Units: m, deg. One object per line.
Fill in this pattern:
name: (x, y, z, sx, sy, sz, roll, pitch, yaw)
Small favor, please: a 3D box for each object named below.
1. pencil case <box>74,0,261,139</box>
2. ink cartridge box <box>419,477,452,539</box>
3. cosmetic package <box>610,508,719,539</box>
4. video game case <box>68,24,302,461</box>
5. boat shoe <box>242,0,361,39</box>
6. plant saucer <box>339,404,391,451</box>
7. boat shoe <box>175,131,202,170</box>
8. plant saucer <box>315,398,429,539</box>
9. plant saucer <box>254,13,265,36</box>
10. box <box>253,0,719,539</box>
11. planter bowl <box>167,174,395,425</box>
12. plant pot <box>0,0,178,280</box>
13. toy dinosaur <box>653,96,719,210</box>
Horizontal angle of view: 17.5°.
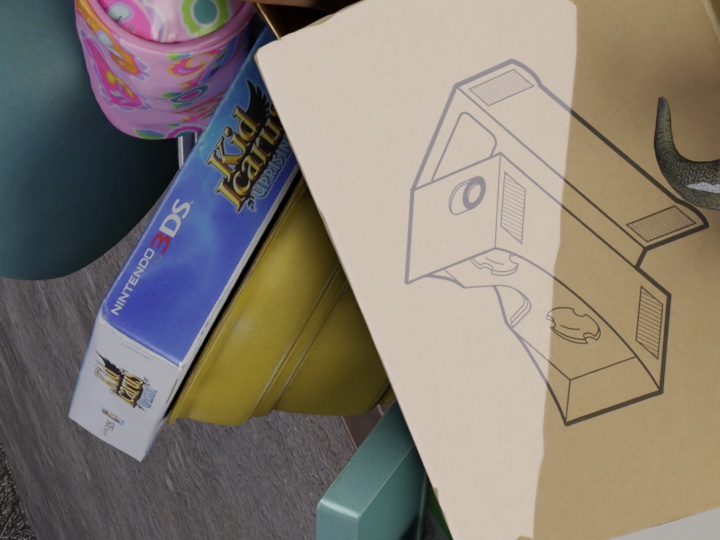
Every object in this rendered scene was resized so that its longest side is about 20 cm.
pencil case: (-0.082, -0.112, 1.011, 0.200, 0.087, 0.088, 113, 132, -82)
ink cartridge box: (0.094, 0.155, 1.000, 0.201, 0.084, 0.146, 65, 164, 9)
cosmetic package: (0.067, 0.025, 0.868, 0.090, 0.106, 0.201, 174, 76, -75)
video game case: (-0.056, -0.029, 1.012, 0.045, 0.201, 0.181, 29, 161, 0)
boat shoe: (-0.014, -0.113, 0.858, 0.072, 0.068, 0.200, 21, -178, 24)
plant saucer: (0.021, 0.064, 1.235, 0.201, 0.029, 0.201, 59, 164, 29)
boat shoe: (-0.054, -0.026, 1.184, 0.060, 0.074, 0.201, 40, 157, 52)
plant saucer: (0.005, 0.124, 0.989, 0.019, 0.070, 0.201, 30, 150, 16)
plant saucer: (-0.068, -0.180, 1.174, 0.201, 0.036, 0.201, 59, 163, 31)
box: (0.067, -0.010, 0.775, 0.163, 0.021, 0.201, -22, 92, 31)
planter bowl: (0.000, 0.000, 1.023, 0.083, 0.201, 0.200, 30, 163, -1)
plant pot: (-0.153, -0.114, 1.197, 0.134, 0.199, 0.201, -29, 83, 39)
toy dinosaur: (0.154, 0.008, 0.638, 0.103, 0.076, 0.201, 105, 146, -49)
